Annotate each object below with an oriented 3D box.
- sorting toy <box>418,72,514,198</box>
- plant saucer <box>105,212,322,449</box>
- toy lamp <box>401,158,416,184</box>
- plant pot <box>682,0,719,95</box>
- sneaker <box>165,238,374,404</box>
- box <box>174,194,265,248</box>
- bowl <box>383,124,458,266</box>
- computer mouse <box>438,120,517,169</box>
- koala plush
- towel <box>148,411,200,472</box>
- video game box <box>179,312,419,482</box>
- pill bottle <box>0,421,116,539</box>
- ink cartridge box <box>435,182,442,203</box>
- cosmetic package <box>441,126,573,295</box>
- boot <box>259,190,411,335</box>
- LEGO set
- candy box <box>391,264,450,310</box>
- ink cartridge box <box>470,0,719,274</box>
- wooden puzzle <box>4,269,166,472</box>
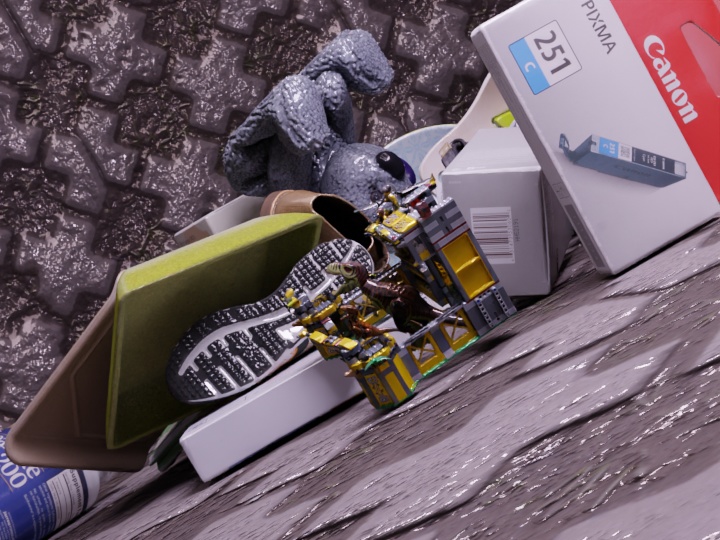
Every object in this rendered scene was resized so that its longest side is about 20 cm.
[{"bbox_3d":[0.162,-0.102,1.573,0.180,0.200,0.107,-31,-18,-3],"label":"sorting toy"},{"bbox_3d":[-0.137,0.040,1.320,0.200,0.048,0.200,-24,-35,-32],"label":"plant saucer"},{"bbox_3d":[-0.002,-0.041,1.583,0.058,0.058,0.200,-27,21,45],"label":"toy lamp"},{"bbox_3d":[0.336,-0.203,1.427,0.200,0.178,0.200,-29,3,1],"label":"plant pot"},{"bbox_3d":[-0.071,0.056,1.297,0.200,0.074,0.080,-31,-21,-10],"label":"sneaker"},{"bbox_3d":[-0.106,0.024,1.649,0.078,0.200,0.095,-31,3,-31],"label":"box"},{"bbox_3d":[0.090,-0.049,1.690,0.200,0.200,0.108,-29,-39,2],"label":"bowl"},{"bbox_3d":[0.177,-0.120,1.461,0.199,0.044,0.110,-23,32,-7],"label":"computer mouse"},{"bbox_3d":[-0.019,-0.092,1.501,0.184,0.200,0.177,-41,5,42],"label":"koala plush"},{"bbox_3d":[-0.132,0.091,1.506,0.153,0.023,0.200,-48,12,44],"label":"towel"},{"bbox_3d":[-0.049,0.098,1.288,0.200,0.047,0.182,-30,4,0],"label":"video game box"},{"bbox_3d":[-0.327,0.207,1.511,0.200,0.111,0.111,-32,3,-39],"label":"pill bottle"},{"bbox_3d":[0.130,-0.038,1.457,0.099,0.039,0.200,-28,33,15],"label":"ink cartridge box"},{"bbox_3d":[0.125,-0.053,1.277,0.090,0.107,0.200,-3,16,16],"label":"cosmetic package"},{"bbox_3d":[0.000,0.000,1.372,0.075,0.200,0.074,-7,50,45],"label":"boot"},{"bbox_3d":[0.013,0.001,1.120,0.153,0.116,0.200,-31,19,-1],"label":"LEGO set"},{"bbox_3d":[-0.007,0.054,1.519,0.199,0.061,0.136,-29,3,2],"label":"candy box"},{"bbox_3d":[0.202,-0.125,1.103,0.176,0.200,0.045,-30,3,-6],"label":"ink cartridge box"},{"bbox_3d":[-0.208,0.091,1.383,0.200,0.037,0.185,-55,-31,13],"label":"wooden puzzle"}]
